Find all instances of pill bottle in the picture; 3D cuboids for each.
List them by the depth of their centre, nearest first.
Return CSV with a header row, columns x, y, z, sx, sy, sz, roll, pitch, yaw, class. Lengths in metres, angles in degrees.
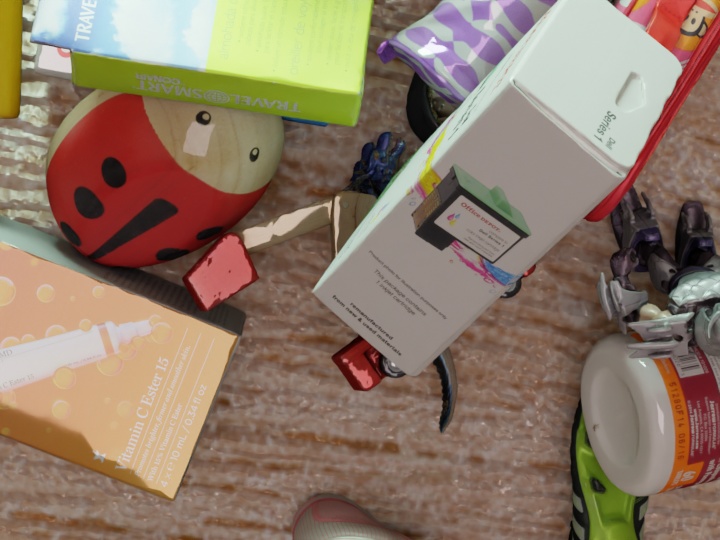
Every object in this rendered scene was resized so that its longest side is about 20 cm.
x,y,z,sx,sy,sz,roll,pitch,yaw,class
0.259,0.081,1.176,0.199,0.110,0.110,-9,98,-19,pill bottle

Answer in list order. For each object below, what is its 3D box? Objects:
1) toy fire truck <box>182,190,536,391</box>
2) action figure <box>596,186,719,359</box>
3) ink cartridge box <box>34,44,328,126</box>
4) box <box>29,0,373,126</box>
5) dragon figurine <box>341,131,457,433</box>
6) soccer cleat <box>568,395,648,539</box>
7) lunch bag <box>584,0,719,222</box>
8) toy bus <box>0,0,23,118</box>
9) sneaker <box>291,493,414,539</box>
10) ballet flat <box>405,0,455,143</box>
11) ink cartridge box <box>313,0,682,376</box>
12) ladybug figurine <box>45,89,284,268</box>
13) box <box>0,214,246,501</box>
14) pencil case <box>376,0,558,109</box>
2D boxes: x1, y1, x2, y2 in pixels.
x,y,z,sx,sy,sz,roll,pitch,yaw,class
0.000,0.000,1.139,0.200,0.049,0.141,-35,94,-9,toy fire truck
0.214,0.004,1.138,0.130,0.200,0.070,0,111,-5,action figure
-0.107,-0.184,1.162,0.199,0.084,0.147,9,98,-4,ink cartridge box
-0.092,-0.163,1.072,0.199,0.048,0.122,9,64,-3,box
0.031,0.006,1.204,0.099,0.059,0.201,5,97,-2,dragon figurine
0.171,0.168,1.229,0.067,0.081,0.201,5,76,-15,soccer cleat
0.172,-0.132,1.131,0.082,0.176,0.200,31,96,-5,lunch bag
-0.258,-0.203,1.151,0.065,0.078,0.201,0,98,-18,toy bus
0.041,0.231,1.213,0.200,0.105,0.075,31,94,-6,sneaker
0.083,-0.177,1.177,0.073,0.073,0.201,18,96,-4,ballet flat
0.079,-0.054,1.009,0.084,0.145,0.200,40,128,-5,ink cartridge box
-0.134,-0.059,1.142,0.136,0.072,0.200,30,136,-26,ladybug figurine
-0.193,0.055,1.185,0.199,0.097,0.125,21,97,-4,box
0.105,-0.189,1.105,0.085,0.084,0.200,40,87,17,pencil case
